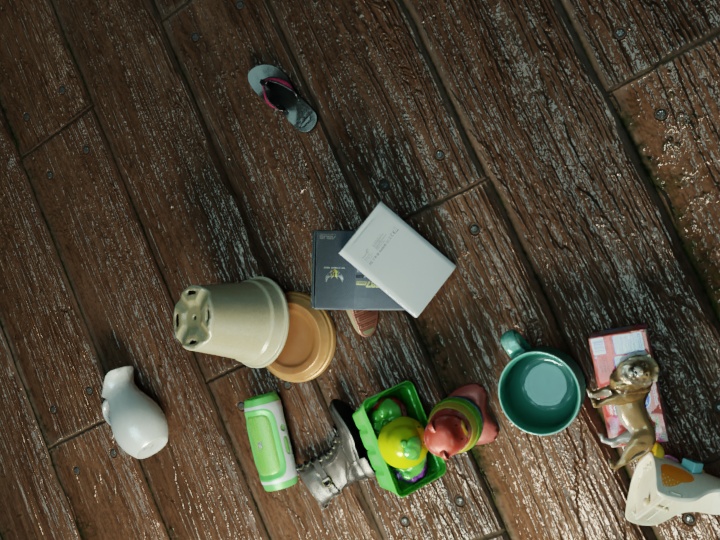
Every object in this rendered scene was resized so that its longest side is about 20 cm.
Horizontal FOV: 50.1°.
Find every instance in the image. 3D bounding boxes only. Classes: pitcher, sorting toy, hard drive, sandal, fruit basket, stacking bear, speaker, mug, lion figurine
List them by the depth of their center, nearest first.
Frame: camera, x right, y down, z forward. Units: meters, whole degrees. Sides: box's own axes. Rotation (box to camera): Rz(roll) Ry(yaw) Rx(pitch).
[{"bbox_3d":[0.464,0.246,1.317,0.122,0.072,0.201,-15,101,9],"label":"lion figurine"},{"bbox_3d":[0.578,0.384,1.336,0.179,0.200,0.107,12,62,9],"label":"sorting toy"},{"bbox_3d":[0.342,0.203,1.437,0.151,0.114,0.186,1,92,23],"label":"mug"},{"bbox_3d":[0.178,0.298,1.462,0.113,0.200,0.122,-19,86,21],"label":"stacking bear"},{"bbox_3d":[0.086,0.328,1.504,0.215,0.155,0.217,27,126,46],"label":"fruit basket"},{"bbox_3d":[0.074,-0.021,1.523,0.200,0.025,0.132,40,82,-6],"label":"hard drive"},{"bbox_3d":[-0.170,-0.377,1.659,0.200,0.045,0.075,45,108,15],"label":"sandal"},{"bbox_3d":[-0.197,0.374,1.688,0.088,0.088,0.201,-15,87,23],"label":"speaker"},{"bbox_3d":[-0.547,0.354,1.828,0.200,0.121,0.172,52,131,23],"label":"pitcher"}]

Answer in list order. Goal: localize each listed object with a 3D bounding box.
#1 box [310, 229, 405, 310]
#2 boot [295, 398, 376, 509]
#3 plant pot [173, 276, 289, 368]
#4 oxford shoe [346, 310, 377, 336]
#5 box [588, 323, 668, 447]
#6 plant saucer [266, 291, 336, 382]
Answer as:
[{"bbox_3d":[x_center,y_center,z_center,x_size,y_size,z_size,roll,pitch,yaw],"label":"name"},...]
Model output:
[{"bbox_3d":[0.000,0.000,1.549,0.199,0.051,0.159,2,90,-9],"label":"box"},{"bbox_3d":[-0.068,0.394,1.643,0.174,0.069,0.201,-30,83,21],"label":"boot"},{"bbox_3d":[-0.284,0.105,1.626,0.200,0.183,0.202,-6,81,41],"label":"plant pot"},{"bbox_3d":[-0.019,0.042,1.618,0.074,0.071,0.201,-14,91,52],"label":"oxford shoe"},{"bbox_3d":[0.485,0.205,1.387,0.102,0.095,0.201,-13,88,23],"label":"box"},{"bbox_3d":[-0.150,0.146,1.682,0.199,0.037,0.202,1,92,22],"label":"plant saucer"}]
